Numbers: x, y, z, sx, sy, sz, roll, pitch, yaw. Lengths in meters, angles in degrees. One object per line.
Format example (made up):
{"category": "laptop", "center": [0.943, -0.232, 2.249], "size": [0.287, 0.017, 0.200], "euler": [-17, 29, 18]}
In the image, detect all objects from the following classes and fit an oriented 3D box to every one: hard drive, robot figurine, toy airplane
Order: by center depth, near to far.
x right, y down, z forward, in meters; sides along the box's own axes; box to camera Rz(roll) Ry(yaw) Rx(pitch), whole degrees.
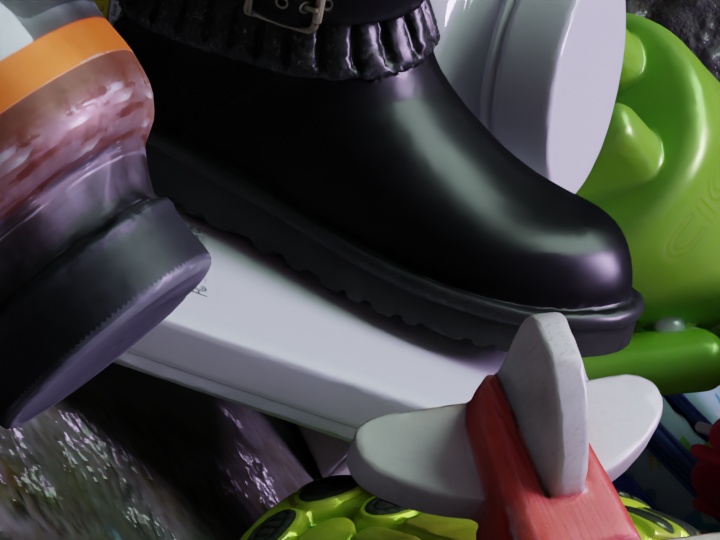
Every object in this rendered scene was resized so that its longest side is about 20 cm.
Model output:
{"category": "toy airplane", "center": [0.073, 0.105, 0.680], "size": [0.199, 0.201, 0.141], "euler": [36, -23, -6]}
{"category": "hard drive", "center": [-0.022, 0.010, 0.819], "size": [0.199, 0.027, 0.132], "euler": [19, 22, -13]}
{"category": "robot figurine", "center": [0.113, -0.034, 1.069], "size": [0.200, 0.115, 0.177], "euler": [36, 38, -56]}

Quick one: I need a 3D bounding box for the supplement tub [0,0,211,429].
{"category": "supplement tub", "center": [-0.126, -0.058, 0.663], "size": [0.200, 0.107, 0.107], "euler": [50, 13, 4]}

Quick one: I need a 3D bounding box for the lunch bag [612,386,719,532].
{"category": "lunch bag", "center": [0.116, 0.063, 1.211], "size": [0.200, 0.082, 0.161], "euler": [45, 18, -16]}

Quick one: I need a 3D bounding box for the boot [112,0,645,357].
{"category": "boot", "center": [0.016, -0.076, 0.805], "size": [0.210, 0.159, 0.079], "euler": [24, 20, 2]}

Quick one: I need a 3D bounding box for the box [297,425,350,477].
{"category": "box", "center": [0.000, 0.000, 0.991], "size": [0.095, 0.078, 0.201], "euler": [36, 19, -47]}

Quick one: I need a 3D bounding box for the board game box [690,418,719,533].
{"category": "board game box", "center": [0.173, 0.061, 1.097], "size": [0.039, 0.159, 0.200], "euler": [16, 16, 17]}

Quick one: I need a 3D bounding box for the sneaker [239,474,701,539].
{"category": "sneaker", "center": [0.041, 0.111, 0.814], "size": [0.199, 0.084, 0.074], "euler": [9, 7, -45]}

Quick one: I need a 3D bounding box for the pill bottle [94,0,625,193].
{"category": "pill bottle", "center": [-0.011, -0.087, 0.916], "size": [0.198, 0.113, 0.112], "euler": [13, 1, 20]}
